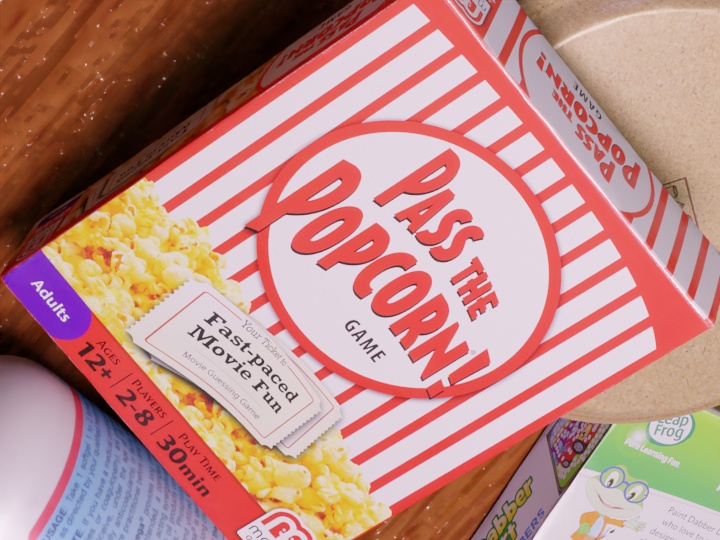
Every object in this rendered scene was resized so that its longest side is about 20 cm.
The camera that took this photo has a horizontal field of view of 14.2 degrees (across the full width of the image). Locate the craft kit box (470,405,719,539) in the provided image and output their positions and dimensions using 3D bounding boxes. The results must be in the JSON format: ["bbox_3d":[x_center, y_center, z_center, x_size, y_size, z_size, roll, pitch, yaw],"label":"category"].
[{"bbox_3d":[0.131,0.146,1.156,0.199,0.049,0.198,25,111,-25],"label":"craft kit box"}]

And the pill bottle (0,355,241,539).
[{"bbox_3d":[-0.114,0.101,1.030,0.109,0.109,0.200,-43,119,10],"label":"pill bottle"}]

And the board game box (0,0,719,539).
[{"bbox_3d":[0.000,0.000,0.984,0.200,0.046,0.152,-34,105,27],"label":"board game box"}]

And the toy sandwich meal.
[{"bbox_3d":[0.103,-0.041,1.036,0.204,0.070,0.206,-4,118,-8],"label":"toy sandwich meal"}]
